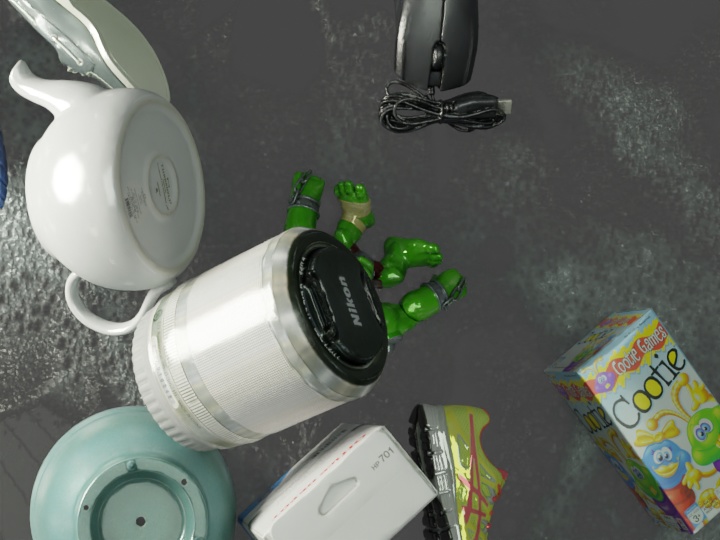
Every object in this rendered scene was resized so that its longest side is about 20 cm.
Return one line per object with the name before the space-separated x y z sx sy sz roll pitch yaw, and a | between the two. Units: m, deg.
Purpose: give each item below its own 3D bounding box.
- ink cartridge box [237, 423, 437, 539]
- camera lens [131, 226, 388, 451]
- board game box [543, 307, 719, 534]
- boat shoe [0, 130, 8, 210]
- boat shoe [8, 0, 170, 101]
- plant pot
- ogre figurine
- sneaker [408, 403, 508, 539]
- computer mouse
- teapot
ink cartridge box | -0.026 0.218 1.408 0.146 0.200 0.086 -41 95 -11
camera lens | -0.087 0.064 1.375 0.199 0.160 0.161 -25 92 29
board game box | 0.294 0.150 1.531 0.103 0.105 0.201 -37 94 -11
boat shoe | -0.379 -0.147 1.428 0.072 0.072 0.202 -11 79 -8
boat shoe | -0.265 -0.224 1.468 0.062 0.073 0.200 -34 104 31
plant pot | -0.206 0.228 1.403 0.198 0.134 0.203 1 86 -11
ogre figurine | 0.000 0.000 1.487 0.200 0.098 0.120 43 60 -22
sneaker | 0.109 0.227 1.502 0.089 0.078 0.202 -8 90 -19
computer mouse | 0.084 -0.243 1.537 0.137 0.053 0.202 -2 87 -11
teapot | -0.243 -0.068 1.411 0.145 0.197 0.202 -6 64 23
